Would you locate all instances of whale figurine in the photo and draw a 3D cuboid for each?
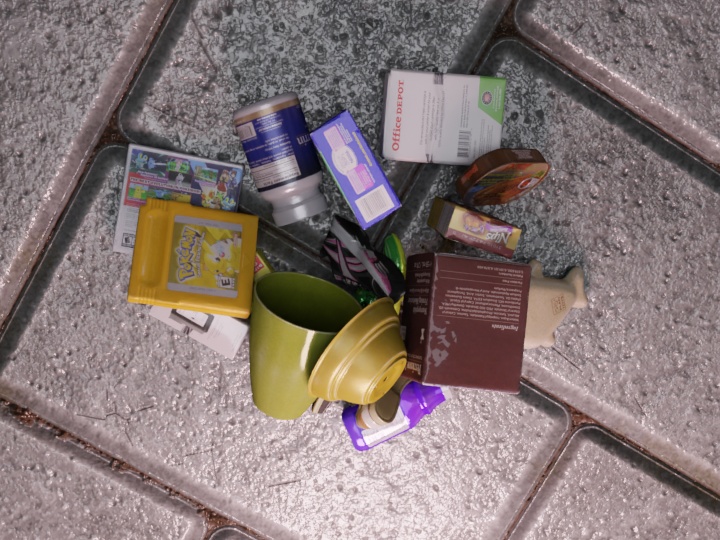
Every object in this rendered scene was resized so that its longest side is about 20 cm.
[{"bbox_3d":[0.308,0.056,1.534,0.198,0.103,0.162,-22,106,-25],"label":"whale figurine"}]

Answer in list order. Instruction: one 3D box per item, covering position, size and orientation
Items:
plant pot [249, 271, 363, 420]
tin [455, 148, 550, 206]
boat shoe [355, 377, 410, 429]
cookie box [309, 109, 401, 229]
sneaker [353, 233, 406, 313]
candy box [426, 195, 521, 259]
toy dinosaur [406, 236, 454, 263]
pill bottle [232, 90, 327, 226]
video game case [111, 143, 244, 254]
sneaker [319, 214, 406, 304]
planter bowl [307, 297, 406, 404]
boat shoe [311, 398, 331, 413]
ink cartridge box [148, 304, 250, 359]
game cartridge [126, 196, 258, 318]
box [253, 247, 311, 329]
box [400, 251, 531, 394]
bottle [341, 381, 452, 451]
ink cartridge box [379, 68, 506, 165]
[{"bbox_3d":[-0.108,0.136,1.429,0.184,0.188,0.203,16,114,-6],"label":"plant pot"},{"bbox_3d":[0.236,-0.156,1.444,0.112,0.198,0.042,-40,68,38],"label":"tin"},{"bbox_3d":[0.044,0.188,1.500,0.075,0.201,0.068,47,133,-14],"label":"boat shoe"},{"bbox_3d":[-0.012,-0.168,1.409,0.074,0.200,0.173,-29,100,3],"label":"cookie box"},{"bbox_3d":[0.032,0.035,1.510,0.082,0.074,0.204,10,99,-10],"label":"sneaker"},{"bbox_3d":[0.183,-0.074,1.438,0.115,0.200,0.057,18,99,-7],"label":"candy box"},{"bbox_3d":[0.130,0.025,1.487,0.099,0.058,0.204,-2,75,1],"label":"toy dinosaur"},{"bbox_3d":[-0.128,-0.183,1.441,0.114,0.116,0.203,-18,101,-1],"label":"pill bottle"},{"bbox_3d":[-0.309,-0.107,1.481,0.196,0.023,0.186,10,93,-5],"label":"video game case"},{"bbox_3d":[0.000,0.000,1.469,0.080,0.201,0.087,15,117,-44],"label":"sneaker"},{"bbox_3d":[0.014,0.147,1.362,0.083,0.200,0.201,40,95,19],"label":"planter bowl"},{"bbox_3d":[-0.025,0.178,1.513,0.065,0.072,0.203,23,116,-9],"label":"boat shoe"},{"bbox_3d":[-0.283,0.062,1.472,0.198,0.116,0.068,30,97,-7],"label":"ink cartridge box"},{"bbox_3d":[-0.270,-0.022,1.417,0.197,0.032,0.179,9,67,-18],"label":"game cartridge"},{"bbox_3d":[-0.149,0.064,1.514,0.075,0.050,0.201,-33,100,3],"label":"box"},{"bbox_3d":[0.161,0.081,1.390,0.161,0.166,0.204,7,87,-12],"label":"box"},{"bbox_3d":[0.067,0.246,1.552,0.198,0.065,0.085,-26,96,0],"label":"bottle"},{"bbox_3d":[0.134,-0.255,1.462,0.196,0.084,0.148,4,99,-5],"label":"ink cartridge box"}]
